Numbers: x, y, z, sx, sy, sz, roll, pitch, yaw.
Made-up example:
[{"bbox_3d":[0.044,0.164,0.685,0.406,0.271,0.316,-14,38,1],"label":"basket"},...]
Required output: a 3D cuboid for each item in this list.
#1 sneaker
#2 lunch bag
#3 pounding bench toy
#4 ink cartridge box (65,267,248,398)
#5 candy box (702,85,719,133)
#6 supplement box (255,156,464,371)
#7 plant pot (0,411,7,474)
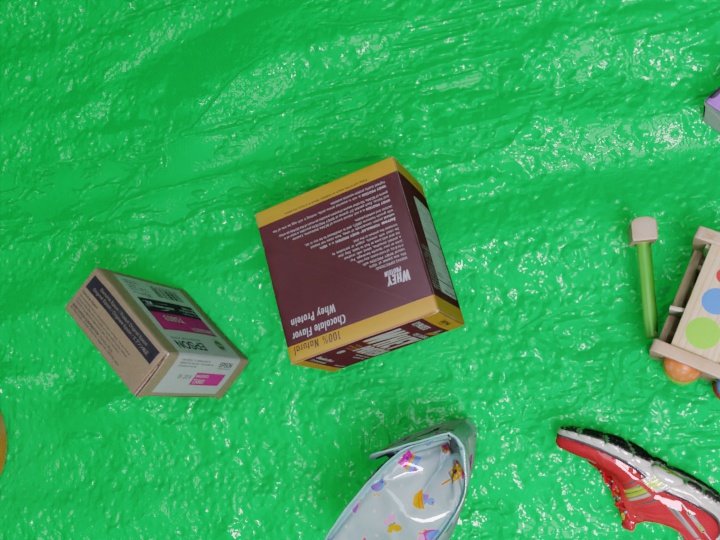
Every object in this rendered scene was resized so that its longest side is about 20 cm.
[{"bbox_3d":[0.300,0.242,0.866,0.199,0.077,0.085,29,96,23],"label":"sneaker"},{"bbox_3d":[0.062,0.256,0.901,0.122,0.170,0.201,34,93,15],"label":"lunch bag"},{"bbox_3d":[0.362,0.045,0.851,0.199,0.124,0.157,23,89,23],"label":"pounding bench toy"},{"bbox_3d":[-0.264,0.088,1.042,0.165,0.200,0.075,42,97,22],"label":"ink cartridge box"},{"bbox_3d":[0.518,-0.203,0.867,0.200,0.071,0.168,-47,68,7],"label":"candy box"},{"bbox_3d":[0.000,0.000,0.994,0.196,0.133,0.201,-21,73,16],"label":"supplement box"},{"bbox_3d":[-0.675,0.271,1.174,0.199,0.183,0.202,-4,79,20],"label":"plant pot"}]
